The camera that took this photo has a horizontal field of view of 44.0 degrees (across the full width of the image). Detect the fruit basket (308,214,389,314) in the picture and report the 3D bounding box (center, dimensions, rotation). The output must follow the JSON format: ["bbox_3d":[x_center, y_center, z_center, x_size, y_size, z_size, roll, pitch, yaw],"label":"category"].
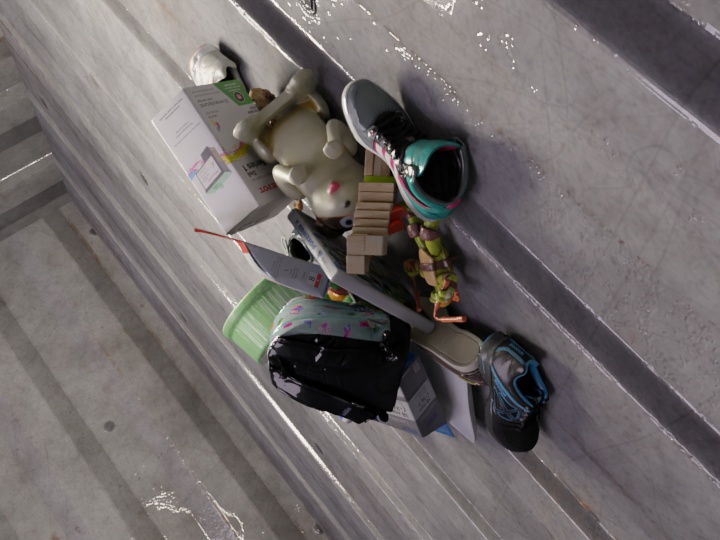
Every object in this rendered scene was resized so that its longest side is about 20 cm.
[{"bbox_3d":[-0.028,0.030,1.403,0.201,0.093,0.186,58,180,-34],"label":"fruit basket"}]

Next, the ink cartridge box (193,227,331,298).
[{"bbox_3d":[-0.147,-0.011,1.276,0.198,0.051,0.162,15,179,-11],"label":"ink cartridge box"}]

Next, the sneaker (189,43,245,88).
[{"bbox_3d":[-0.227,-0.278,1.512,0.092,0.076,0.201,34,151,37],"label":"sneaker"}]

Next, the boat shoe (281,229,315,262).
[{"bbox_3d":[-0.102,-0.040,1.592,0.075,0.062,0.200,58,160,-10],"label":"boat shoe"}]

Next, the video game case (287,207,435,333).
[{"bbox_3d":[0.000,0.000,1.278,0.199,0.022,0.183,30,-166,-37],"label":"video game case"}]

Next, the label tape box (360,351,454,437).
[{"bbox_3d":[0.055,0.213,1.463,0.143,0.063,0.201,11,137,42],"label":"label tape box"}]

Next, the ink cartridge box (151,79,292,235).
[{"bbox_3d":[-0.187,-0.169,1.306,0.084,0.145,0.201,-34,89,30],"label":"ink cartridge box"}]

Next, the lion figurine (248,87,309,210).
[{"bbox_3d":[-0.114,-0.187,1.390,0.200,0.072,0.123,49,157,13],"label":"lion figurine"}]

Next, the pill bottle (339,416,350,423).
[{"bbox_3d":[-0.047,0.184,1.719,0.200,0.113,0.114,50,159,12],"label":"pill bottle"}]

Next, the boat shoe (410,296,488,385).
[{"bbox_3d":[0.125,0.102,1.286,0.060,0.072,0.200,51,172,-34],"label":"boat shoe"}]

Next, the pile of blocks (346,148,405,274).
[{"bbox_3d":[0.032,-0.077,1.130,0.061,0.202,0.082,3,152,16],"label":"pile of blocks"}]

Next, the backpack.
[{"bbox_3d":[-0.036,0.120,1.291,0.127,0.198,0.168,-84,4,-59],"label":"backpack"}]

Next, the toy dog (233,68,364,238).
[{"bbox_3d":[-0.061,-0.142,1.254,0.201,0.139,0.194,52,172,12],"label":"toy dog"}]

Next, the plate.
[{"bbox_3d":[0.119,0.156,1.429,0.199,0.032,0.201,38,153,39],"label":"plate"}]

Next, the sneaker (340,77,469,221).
[{"bbox_3d":[0.058,-0.145,1.043,0.201,0.083,0.121,52,165,-11],"label":"sneaker"}]

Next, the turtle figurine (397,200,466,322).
[{"bbox_3d":[0.098,-0.015,1.175,0.200,0.064,0.163,-134,26,-73],"label":"turtle figurine"}]

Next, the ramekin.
[{"bbox_3d":[-0.164,0.089,1.741,0.098,0.200,0.200,44,158,10],"label":"ramekin"}]

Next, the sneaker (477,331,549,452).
[{"bbox_3d":[0.212,0.179,1.198,0.082,0.073,0.201,28,146,49],"label":"sneaker"}]
